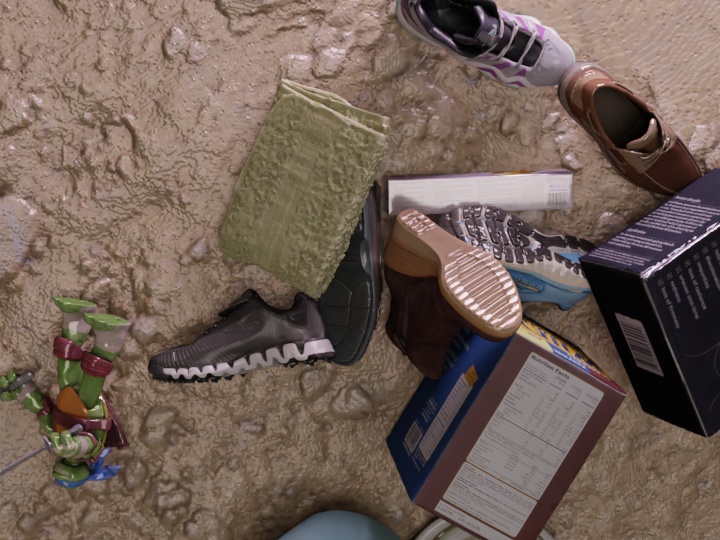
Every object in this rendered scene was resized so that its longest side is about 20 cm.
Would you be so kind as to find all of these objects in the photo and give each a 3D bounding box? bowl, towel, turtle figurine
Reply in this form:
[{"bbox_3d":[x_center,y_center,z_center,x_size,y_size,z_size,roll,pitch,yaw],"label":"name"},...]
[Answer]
[{"bbox_3d":[-0.018,0.335,1.657,0.200,0.105,0.201,10,124,15],"label":"bowl"},{"bbox_3d":[-0.057,-0.085,1.595,0.148,0.036,0.200,25,98,26],"label":"towel"},{"bbox_3d":[-0.322,0.128,1.589,0.200,0.144,0.194,14,96,-12],"label":"turtle figurine"}]

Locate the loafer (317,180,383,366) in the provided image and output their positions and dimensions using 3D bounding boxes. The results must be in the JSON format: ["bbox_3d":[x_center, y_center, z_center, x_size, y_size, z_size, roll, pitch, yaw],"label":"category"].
[{"bbox_3d":[0.000,0.000,1.637,0.072,0.063,0.201,11,106,31],"label":"loafer"}]

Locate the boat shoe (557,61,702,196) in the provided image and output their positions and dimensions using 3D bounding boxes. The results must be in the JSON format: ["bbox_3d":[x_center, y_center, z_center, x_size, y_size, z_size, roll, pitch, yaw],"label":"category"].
[{"bbox_3d":[0.287,-0.137,1.622,0.200,0.072,0.076,35,96,-25],"label":"boat shoe"}]

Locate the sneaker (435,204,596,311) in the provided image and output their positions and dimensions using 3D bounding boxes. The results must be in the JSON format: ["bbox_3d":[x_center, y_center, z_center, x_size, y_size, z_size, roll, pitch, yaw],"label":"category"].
[{"bbox_3d":[0.160,0.000,1.636,0.200,0.078,0.090,19,131,-19],"label":"sneaker"}]

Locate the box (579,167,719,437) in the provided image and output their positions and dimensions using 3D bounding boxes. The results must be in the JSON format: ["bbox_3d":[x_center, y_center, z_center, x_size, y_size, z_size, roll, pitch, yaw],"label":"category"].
[{"bbox_3d":[0.365,0.030,1.611,0.196,0.124,0.200,-31,111,-16],"label":"box"}]

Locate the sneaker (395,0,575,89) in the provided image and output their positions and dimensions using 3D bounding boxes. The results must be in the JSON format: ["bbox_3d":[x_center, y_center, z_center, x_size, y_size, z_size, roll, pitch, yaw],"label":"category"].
[{"bbox_3d":[0.133,-0.232,1.562,0.200,0.140,0.078,18,99,-8],"label":"sneaker"}]

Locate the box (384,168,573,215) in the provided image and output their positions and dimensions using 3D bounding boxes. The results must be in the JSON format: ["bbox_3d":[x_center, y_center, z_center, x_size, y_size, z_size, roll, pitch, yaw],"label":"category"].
[{"bbox_3d":[0.125,-0.083,1.643,0.199,0.039,0.042,-3,101,-5],"label":"box"}]

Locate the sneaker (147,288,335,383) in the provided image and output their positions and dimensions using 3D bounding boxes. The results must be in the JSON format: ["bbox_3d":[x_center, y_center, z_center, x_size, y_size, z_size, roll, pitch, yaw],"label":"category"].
[{"bbox_3d":[-0.129,0.068,1.638,0.200,0.066,0.091,-10,83,7],"label":"sneaker"}]

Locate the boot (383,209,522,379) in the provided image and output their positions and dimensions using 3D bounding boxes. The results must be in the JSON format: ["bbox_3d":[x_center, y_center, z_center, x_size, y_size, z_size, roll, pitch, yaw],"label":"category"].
[{"bbox_3d":[0.091,0.049,1.572,0.072,0.200,0.167,-21,136,-25],"label":"boot"}]

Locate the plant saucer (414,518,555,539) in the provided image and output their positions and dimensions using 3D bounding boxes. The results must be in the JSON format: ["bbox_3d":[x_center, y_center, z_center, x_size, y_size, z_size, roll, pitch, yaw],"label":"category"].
[{"bbox_3d":[0.140,0.359,1.704,0.200,0.050,0.201,-3,78,14],"label":"plant saucer"}]

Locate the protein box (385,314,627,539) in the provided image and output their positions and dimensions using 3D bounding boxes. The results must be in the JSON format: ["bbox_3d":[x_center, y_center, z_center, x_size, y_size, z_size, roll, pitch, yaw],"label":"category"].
[{"bbox_3d":[0.144,0.154,1.610,0.135,0.199,0.200,30,97,-12],"label":"protein box"}]
